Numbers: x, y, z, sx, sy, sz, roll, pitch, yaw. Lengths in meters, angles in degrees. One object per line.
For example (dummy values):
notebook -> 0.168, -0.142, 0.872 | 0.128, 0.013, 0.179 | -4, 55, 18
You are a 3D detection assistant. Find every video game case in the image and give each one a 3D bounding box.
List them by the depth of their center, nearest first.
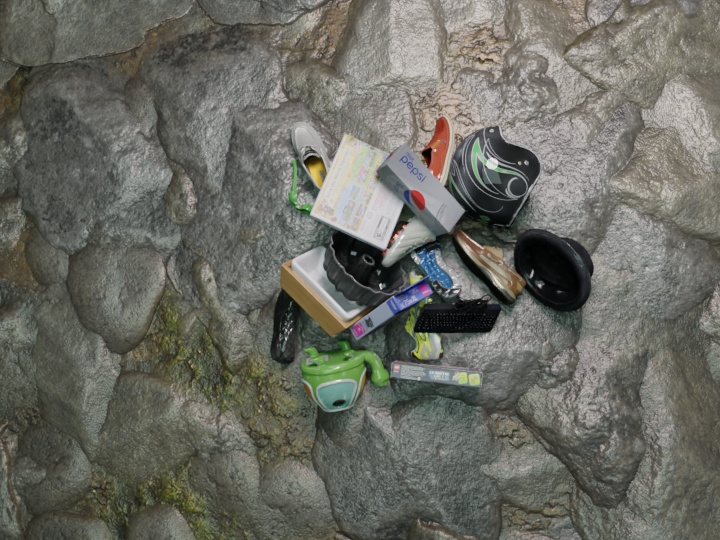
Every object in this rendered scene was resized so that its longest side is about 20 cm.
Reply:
video game case -> 0.009, -0.170, 1.507 | 0.179, 0.023, 0.203 | 24, 77, -3

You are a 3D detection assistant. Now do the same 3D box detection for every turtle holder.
turtle holder -> -0.043, 0.235, 1.562 | 0.183, 0.140, 0.135 | -14, 100, -32

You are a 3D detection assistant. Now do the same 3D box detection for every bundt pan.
bundt pan -> 0.000, 0.000, 1.545 | 0.202, 0.201, 0.076 | 45, 124, 9

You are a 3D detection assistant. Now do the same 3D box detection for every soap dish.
soap dish -> -0.075, 0.047, 1.564 | 0.200, 0.157, 0.082 | 43, 120, 10

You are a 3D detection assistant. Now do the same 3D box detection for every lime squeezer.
lime squeezer -> -0.126, -0.164, 1.653 | 0.070, 0.038, 0.201 | -31, 79, -28

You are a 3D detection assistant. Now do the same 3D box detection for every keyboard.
keyboard -> 0.218, 0.103, 1.504 | 0.196, 0.040, 0.106 | 0, 125, -22

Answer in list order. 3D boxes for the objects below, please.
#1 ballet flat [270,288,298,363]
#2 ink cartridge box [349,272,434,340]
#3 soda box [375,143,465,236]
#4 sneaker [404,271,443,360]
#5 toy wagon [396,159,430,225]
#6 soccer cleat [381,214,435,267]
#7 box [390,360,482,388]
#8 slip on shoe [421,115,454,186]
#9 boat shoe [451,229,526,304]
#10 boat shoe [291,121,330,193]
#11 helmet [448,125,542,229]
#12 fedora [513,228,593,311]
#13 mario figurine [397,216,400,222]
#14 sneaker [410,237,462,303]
ballet flat -> -0.169, 0.115, 1.629 | 0.066, 0.056, 0.205 | 4, 82, 52
ink cartridge box -> 0.074, 0.080, 1.503 | 0.042, 0.118, 0.200 | 57, 134, 9
soda box -> 0.129, -0.169, 1.484 | 0.200, 0.063, 0.068 | 46, 70, -12
sneaker -> 0.132, 0.103, 1.565 | 0.075, 0.075, 0.205 | -13, 82, 6
toy wagon -> 0.091, -0.182, 1.615 | 0.195, 0.040, 0.159 | 6, 86, 10
soccer cleat -> 0.124, -0.077, 1.541 | 0.077, 0.069, 0.201 | 41, 78, 0
box -> 0.168, 0.227, 1.531 | 0.195, 0.110, 0.036 | 5, 86, 9
slip on shoe -> 0.170, -0.270, 1.566 | 0.060, 0.074, 0.204 | 18, 63, -11
boat shoe -> 0.289, -0.017, 1.558 | 0.074, 0.076, 0.201 | -41, 83, -8
boat shoe -> -0.114, -0.268, 1.633 | 0.070, 0.070, 0.204 | -22, 77, 3
helmet -> 0.283, -0.206, 1.516 | 0.189, 0.200, 0.202 | 32, 90, 9
fedora -> 0.432, -0.013, 1.511 | 0.091, 0.201, 0.203 | -27, 79, -31
mario figurine -> 0.031, -0.170, 1.578 | 0.196, 0.107, 0.125 | -16, 46, -3
sneaker -> 0.167, -0.001, 1.573 | 0.074, 0.087, 0.202 | -24, 59, -1
